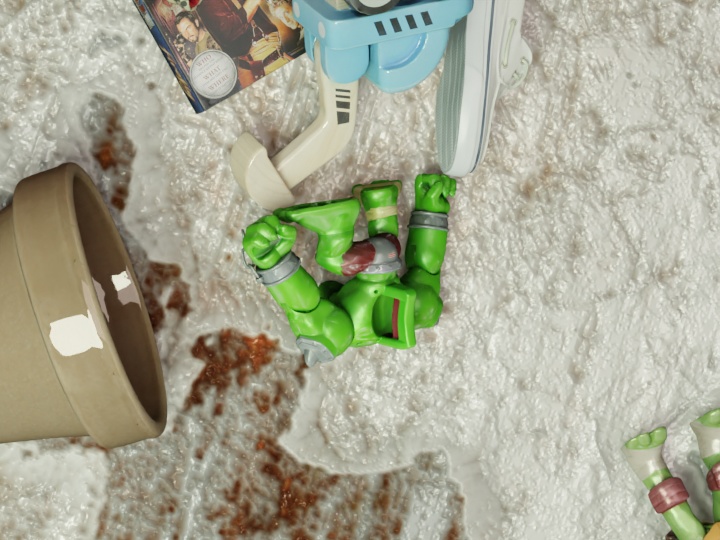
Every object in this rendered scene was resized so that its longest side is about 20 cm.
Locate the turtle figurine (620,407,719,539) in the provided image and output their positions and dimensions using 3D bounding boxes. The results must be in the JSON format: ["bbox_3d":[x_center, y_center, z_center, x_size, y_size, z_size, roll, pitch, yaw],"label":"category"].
[{"bbox_3d":[0.289,0.208,1.396,0.144,0.200,0.195,-25,74,22],"label":"turtle figurine"}]

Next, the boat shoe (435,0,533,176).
[{"bbox_3d":[0.104,-0.171,1.385,0.066,0.074,0.201,7,87,-15],"label":"boat shoe"}]

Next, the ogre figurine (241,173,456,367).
[{"bbox_3d":[0.000,0.000,1.340,0.200,0.098,0.120,-23,107,-60],"label":"ogre figurine"}]

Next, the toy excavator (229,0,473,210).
[{"bbox_3d":[-0.006,-0.155,1.319,0.194,0.100,0.201,-15,121,-20],"label":"toy excavator"}]

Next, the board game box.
[{"bbox_3d":[-0.072,-0.227,1.352,0.200,0.035,0.136,-32,99,-14],"label":"board game box"}]

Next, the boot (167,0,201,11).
[{"bbox_3d":[-0.155,-0.295,1.275,0.153,0.073,0.204,20,89,13],"label":"boot"}]

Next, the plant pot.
[{"bbox_3d":[-0.247,0.046,1.239,0.174,0.200,0.201,-19,96,3],"label":"plant pot"}]
